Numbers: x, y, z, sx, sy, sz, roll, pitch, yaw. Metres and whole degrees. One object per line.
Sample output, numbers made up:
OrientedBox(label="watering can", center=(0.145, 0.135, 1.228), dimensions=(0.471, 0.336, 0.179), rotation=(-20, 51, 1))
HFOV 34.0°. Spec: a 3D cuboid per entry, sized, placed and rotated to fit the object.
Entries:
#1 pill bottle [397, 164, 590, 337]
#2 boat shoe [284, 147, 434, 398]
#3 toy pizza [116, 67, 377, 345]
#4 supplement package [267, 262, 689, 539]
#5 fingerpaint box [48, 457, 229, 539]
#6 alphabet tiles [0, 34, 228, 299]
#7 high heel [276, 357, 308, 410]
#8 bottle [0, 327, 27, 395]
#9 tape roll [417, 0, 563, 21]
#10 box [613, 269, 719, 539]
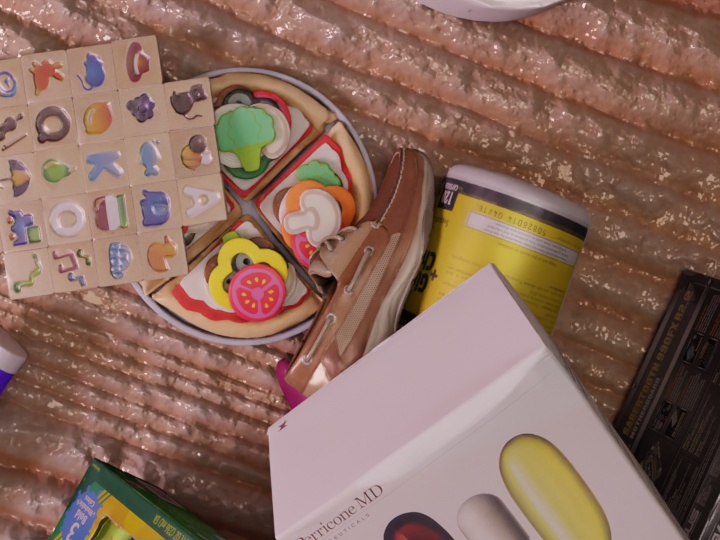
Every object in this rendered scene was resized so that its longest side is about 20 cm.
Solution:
OrientedBox(label="pill bottle", center=(0.083, 0.035, 0.841), dimensions=(0.110, 0.112, 0.203), rotation=(19, 92, -8))
OrientedBox(label="boat shoe", center=(0.000, 0.000, 0.822), dimensions=(0.071, 0.076, 0.203), rotation=(20, 70, -7))
OrientedBox(label="toy pizza", center=(-0.083, -0.045, 0.854), dimensions=(0.197, 0.032, 0.204), rotation=(-1, 95, -7))
OrientedBox(label="supplement package", center=(0.075, 0.146, 0.731), dimensions=(0.190, 0.147, 0.201), rotation=(-36, 108, 6))
OrientedBox(label="fingerpaint box", center=(-0.149, 0.240, 0.770), dimensions=(0.073, 0.199, 0.168), rotation=(34, 81, -39))
OrientedBox(label="alphabet tiles", center=(-0.196, -0.072, 0.831), dimensions=(0.197, 0.006, 0.169), rotation=(-8, 93, 4))
OrientedBox(label="high heel", center=(-0.018, 0.161, 0.858), dimensions=(0.096, 0.067, 0.201), rotation=(-41, 102, -13))
OrientedBox(label="bottle", center=(-0.314, 0.123, 0.821), dimensions=(0.083, 0.065, 0.200), rotation=(41, 89, -10))
OrientedBox(label="tape roll", center=(0.102, -0.283, 0.839), dimensions=(0.199, 0.071, 0.206), rotation=(-1, 95, -8))
OrientedBox(label="box", center=(0.249, 0.109, 0.844), dimensions=(0.048, 0.158, 0.202), rotation=(24, 91, -16))
